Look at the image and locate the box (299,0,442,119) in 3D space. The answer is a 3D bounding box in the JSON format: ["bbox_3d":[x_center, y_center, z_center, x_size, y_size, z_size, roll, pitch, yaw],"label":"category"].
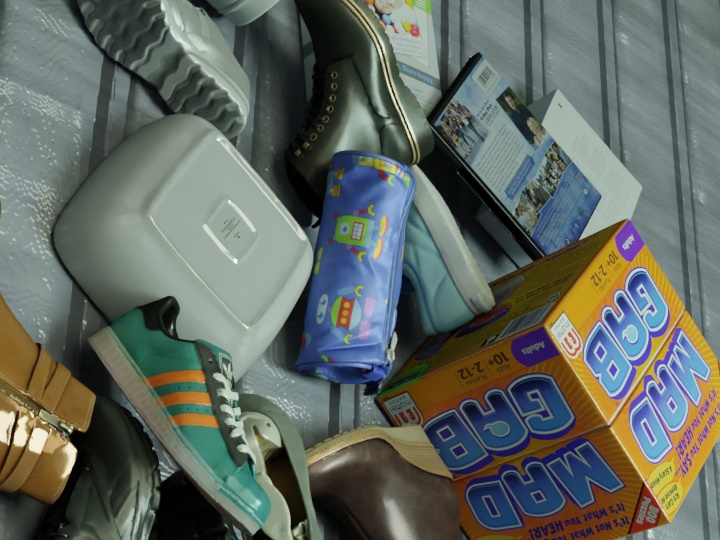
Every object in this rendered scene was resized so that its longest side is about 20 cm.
[{"bbox_3d":[0.008,-0.233,1.599,0.155,0.041,0.202,18,56,-40],"label":"box"}]

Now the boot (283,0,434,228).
[{"bbox_3d":[-0.033,-0.152,1.453,0.138,0.077,0.201,-38,104,-22],"label":"boot"}]

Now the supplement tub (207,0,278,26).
[{"bbox_3d":[-0.134,-0.327,1.429,0.200,0.131,0.132,44,44,-22],"label":"supplement tub"}]

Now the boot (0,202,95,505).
[{"bbox_3d":[-0.245,0.050,1.135,0.155,0.077,0.201,29,56,-24],"label":"boot"}]

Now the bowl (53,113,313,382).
[{"bbox_3d":[-0.124,-0.021,1.318,0.200,0.074,0.200,51,40,-15],"label":"bowl"}]

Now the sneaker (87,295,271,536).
[{"bbox_3d":[-0.115,0.097,1.190,0.200,0.080,0.071,49,-10,25],"label":"sneaker"}]

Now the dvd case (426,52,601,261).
[{"bbox_3d":[0.151,-0.105,1.627,0.200,0.018,0.143,48,44,-12],"label":"dvd case"}]

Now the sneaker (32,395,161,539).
[{"bbox_3d":[-0.188,0.180,1.145,0.090,0.076,0.202,9,59,-32],"label":"sneaker"}]

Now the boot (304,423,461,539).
[{"bbox_3d":[0.021,0.213,1.344,0.199,0.072,0.168,-3,69,-51],"label":"boot"}]

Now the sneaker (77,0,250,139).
[{"bbox_3d":[-0.165,-0.200,1.387,0.200,0.074,0.082,53,26,-21],"label":"sneaker"}]

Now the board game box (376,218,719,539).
[{"bbox_3d":[0.179,0.113,1.469,0.201,0.199,0.200,56,41,-9],"label":"board game box"}]

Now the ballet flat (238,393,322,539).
[{"bbox_3d":[-0.071,0.154,1.233,0.064,0.067,0.201,65,0,-48],"label":"ballet flat"}]

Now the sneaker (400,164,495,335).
[{"bbox_3d":[0.048,-0.026,1.510,0.074,0.082,0.201,48,13,-48],"label":"sneaker"}]

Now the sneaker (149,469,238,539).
[{"bbox_3d":[-0.106,0.245,1.210,0.079,0.075,0.202,33,40,-65],"label":"sneaker"}]

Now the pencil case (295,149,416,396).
[{"bbox_3d":[0.000,0.000,1.393,0.078,0.086,0.202,35,61,-65],"label":"pencil case"}]

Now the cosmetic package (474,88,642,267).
[{"bbox_3d":[0.210,-0.072,1.717,0.151,0.051,0.201,48,43,-19],"label":"cosmetic package"}]
